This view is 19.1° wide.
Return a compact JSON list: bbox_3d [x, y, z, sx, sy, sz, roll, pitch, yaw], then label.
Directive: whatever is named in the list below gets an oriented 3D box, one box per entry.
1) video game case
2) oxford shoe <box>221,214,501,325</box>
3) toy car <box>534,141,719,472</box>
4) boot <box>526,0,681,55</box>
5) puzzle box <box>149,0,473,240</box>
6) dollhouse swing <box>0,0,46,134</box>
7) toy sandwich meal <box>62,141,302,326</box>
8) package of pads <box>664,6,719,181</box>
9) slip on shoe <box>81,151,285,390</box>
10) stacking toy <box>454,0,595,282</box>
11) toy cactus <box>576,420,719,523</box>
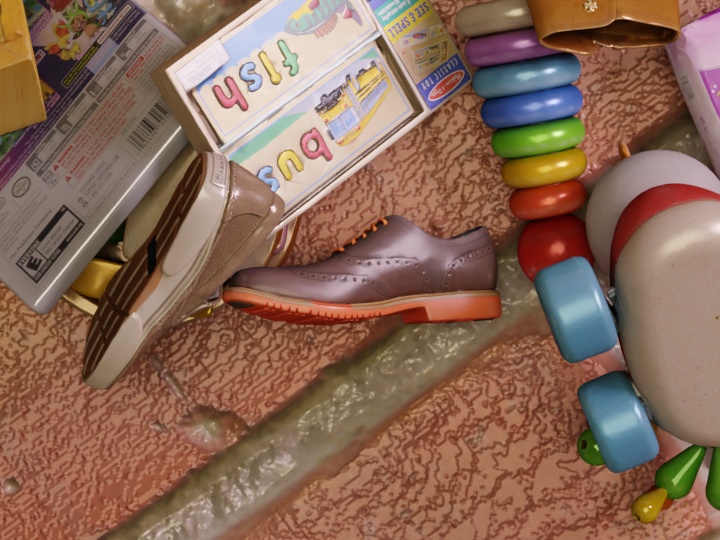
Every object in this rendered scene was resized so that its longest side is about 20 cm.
[{"bbox_3d":[-0.210,-0.100,1.441,0.182,0.023,0.200,40,92,25],"label":"video game case"},{"bbox_3d":[0.000,0.000,1.436,0.200,0.071,0.073,0,87,-27],"label":"oxford shoe"},{"bbox_3d":[0.206,-0.003,1.391,0.184,0.200,0.177,-22,121,4],"label":"toy car"},{"bbox_3d":[0.110,-0.212,1.381,0.201,0.071,0.144,5,64,-6],"label":"boot"},{"bbox_3d":[-0.029,-0.127,1.414,0.200,0.025,0.133,-40,109,-25],"label":"puzzle box"},{"bbox_3d":[-0.312,-0.188,1.393,0.175,0.182,0.200,-11,78,-7],"label":"dollhouse swing"},{"bbox_3d":[-0.140,-0.050,1.452,0.205,0.070,0.206,0,91,0],"label":"toy sandwich meal"},{"bbox_3d":[0.295,-0.092,1.445,0.120,0.076,0.200,-23,91,0],"label":"package of pads"},{"bbox_3d":[-0.118,0.009,1.382,0.061,0.076,0.200,22,122,-21],"label":"slip on shoe"},{"bbox_3d":[0.120,-0.085,1.448,0.085,0.085,0.200,-9,95,1],"label":"stacking toy"},{"bbox_3d":[0.242,0.084,1.454,0.200,0.102,0.165,-8,72,3],"label":"toy cactus"}]
